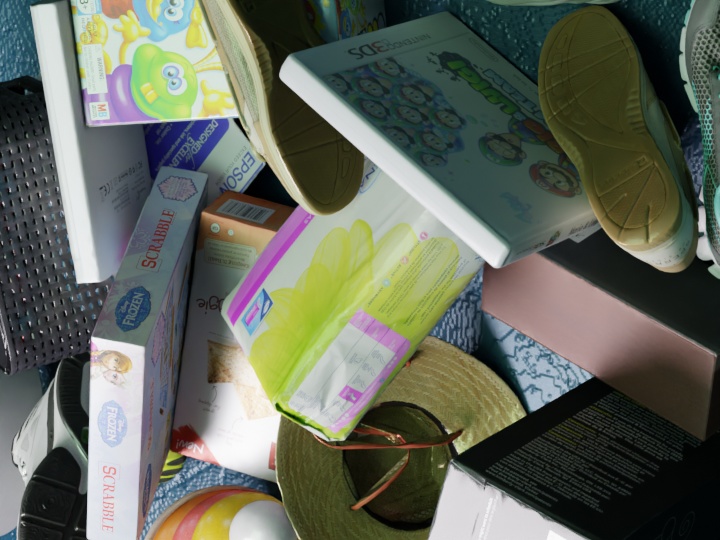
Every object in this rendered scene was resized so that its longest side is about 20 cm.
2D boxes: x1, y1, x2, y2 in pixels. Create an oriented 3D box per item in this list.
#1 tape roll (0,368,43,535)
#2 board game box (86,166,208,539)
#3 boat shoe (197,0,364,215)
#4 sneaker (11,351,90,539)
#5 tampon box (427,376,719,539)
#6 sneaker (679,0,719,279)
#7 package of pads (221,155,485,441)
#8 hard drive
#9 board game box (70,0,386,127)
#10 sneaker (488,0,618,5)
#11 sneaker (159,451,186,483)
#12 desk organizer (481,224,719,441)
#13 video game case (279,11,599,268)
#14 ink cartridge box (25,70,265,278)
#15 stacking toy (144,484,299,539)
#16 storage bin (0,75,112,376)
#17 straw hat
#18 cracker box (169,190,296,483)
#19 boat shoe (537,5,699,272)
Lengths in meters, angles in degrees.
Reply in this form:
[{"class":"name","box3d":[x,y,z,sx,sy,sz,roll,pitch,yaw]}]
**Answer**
[{"class":"tape roll","box3d":[-0.343,0.127,1.888,0.200,0.066,0.202,4,95,52]},{"class":"board game box","box3d":[-0.156,0.063,1.646,0.041,0.200,0.201,10,129,4]},{"class":"boat shoe","box3d":[-0.059,-0.131,1.496,0.063,0.073,0.202,-11,106,60]},{"class":"sneaker","box3d":[-0.233,0.169,1.743,0.115,0.075,0.202,133,151,-54]},{"class":"tampon box","box3d":[0.146,0.180,1.474,0.126,0.199,0.151,28,120,28]},{"class":"sneaker","box3d":[0.243,-0.081,1.384,0.077,0.091,0.202,-8,105,2]},{"class":"package of pads","box3d":[0.000,0.000,1.516,0.200,0.068,0.155,-52,31,10]},{"class":"hard drive","box3d":[-0.192,-0.105,1.642,0.026,0.132,0.202,-4,104,16]},{"class":"board game box","box3d":[-0.090,-0.165,1.587,0.198,0.105,0.104,-2,102,20]},{"class":"sneaker","box3d":[0.080,-0.214,1.475,0.199,0.099,0.079,10,109,35]},{"class":"sneaker","box3d":[-0.203,0.149,1.832,0.200,0.074,0.084,-32,53,44]},{"class":"desk organizer","box3d":[0.174,0.024,1.486,0.199,0.072,0.077,31,137,33]},{"class":"video game case","box3d":[0.072,-0.091,1.464,0.200,0.182,0.024,42,125,20]},{"class":"ink cartridge box","box3d":[-0.171,-0.099,1.738,0.200,0.043,0.198,52,128,13]},{"class":"stacking toy","box3d":[-0.085,0.207,1.653,0.147,0.146,0.200,55,159,12]},{"class":"storage bin","box3d":[-0.262,-0.036,1.710,0.135,0.093,0.202,25,129,62]},{"class":"straw hat","box3d":[0.027,0.140,1.624,0.085,0.200,0.203,170,81,-79]},{"class":"cracker box","box3d":[-0.061,0.055,1.667,0.133,0.058,0.202,14,114,13]},{"class":"boat shoe","box3d":[0.168,-0.081,1.441,0.073,0.069,0.201,-25,52,17]}]
